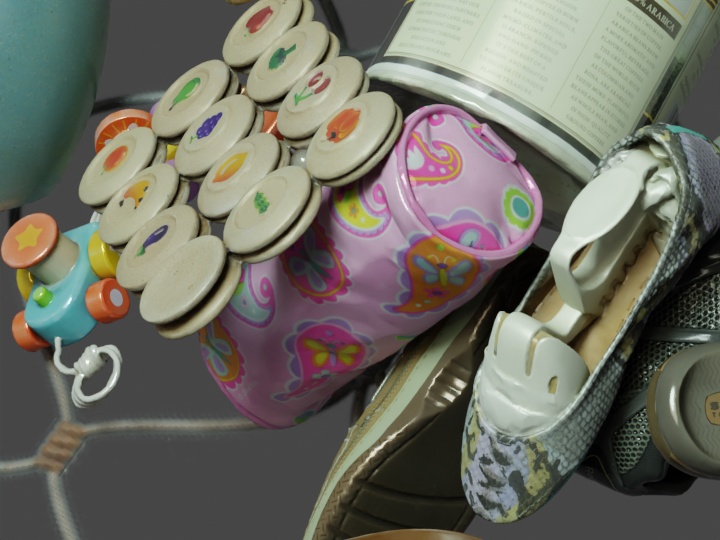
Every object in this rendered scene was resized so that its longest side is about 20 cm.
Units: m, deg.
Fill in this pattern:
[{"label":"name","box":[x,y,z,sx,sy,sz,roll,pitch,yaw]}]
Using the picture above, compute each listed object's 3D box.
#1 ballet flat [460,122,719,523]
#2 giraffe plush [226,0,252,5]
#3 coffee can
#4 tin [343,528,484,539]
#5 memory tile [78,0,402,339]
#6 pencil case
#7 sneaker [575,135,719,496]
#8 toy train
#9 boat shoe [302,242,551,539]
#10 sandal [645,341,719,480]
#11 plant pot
[{"label":"ballet flat","box":[0.094,0.018,1.214,0.072,0.072,0.201,31,89,31]},{"label":"giraffe plush","box":[-0.051,-0.257,1.372,0.172,0.162,0.200,-37,23,-1]},{"label":"coffee can","box":[0.108,-0.138,1.310,0.146,0.146,0.200,23,77,29]},{"label":"tin","box":[-0.019,0.168,1.242,0.199,0.112,0.042,-14,52,15]},{"label":"memory tile","box":[-0.062,-0.055,1.273,0.153,0.017,0.200,-43,29,4]},{"label":"pencil case","box":[0.000,0.000,1.276,0.200,0.087,0.088,-41,47,48]},{"label":"sneaker","box":[0.171,0.023,1.254,0.114,0.076,0.200,35,86,29]},{"label":"toy train","box":[-0.111,-0.034,1.374,0.200,0.056,0.150,-51,32,-4]},{"label":"boat shoe","box":[0.031,0.073,1.300,0.200,0.072,0.076,-53,30,-4]},{"label":"sandal","box":[0.223,0.048,1.188,0.199,0.055,0.082,-4,74,-17]},{"label":"plant pot","box":[-0.220,-0.098,1.421,0.199,0.200,0.135,-6,101,20]}]
